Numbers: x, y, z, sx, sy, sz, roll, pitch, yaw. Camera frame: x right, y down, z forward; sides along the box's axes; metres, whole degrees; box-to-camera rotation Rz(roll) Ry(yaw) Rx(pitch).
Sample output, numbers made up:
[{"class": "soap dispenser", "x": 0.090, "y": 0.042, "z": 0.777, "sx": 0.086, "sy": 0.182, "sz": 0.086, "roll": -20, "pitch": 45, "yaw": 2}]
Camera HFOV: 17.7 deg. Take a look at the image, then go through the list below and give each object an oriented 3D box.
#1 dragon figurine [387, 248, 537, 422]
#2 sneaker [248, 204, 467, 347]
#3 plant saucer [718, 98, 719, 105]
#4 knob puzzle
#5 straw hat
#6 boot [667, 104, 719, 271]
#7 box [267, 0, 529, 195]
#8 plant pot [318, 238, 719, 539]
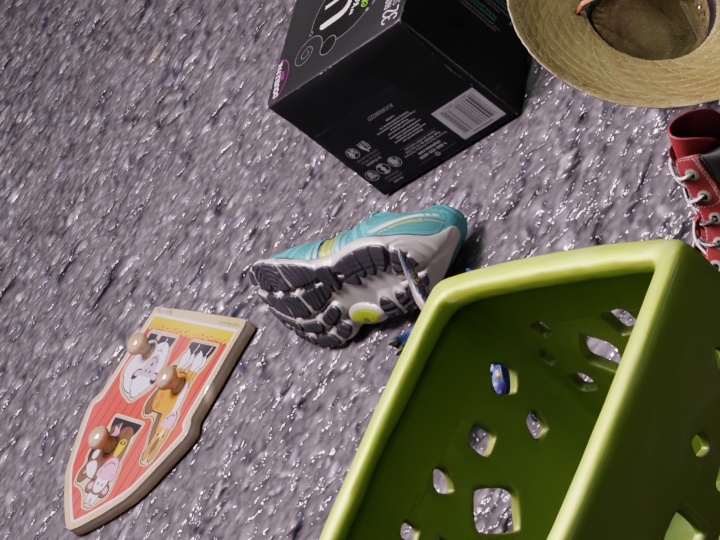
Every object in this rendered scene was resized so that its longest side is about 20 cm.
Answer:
[{"class": "dragon figurine", "x": 0.073, "y": 0.041, "z": 1.446, "sx": 0.099, "sy": 0.059, "sz": 0.200, "roll": -41, "pitch": 29, "yaw": 24}, {"class": "sneaker", "x": 0.000, "y": 0.000, "z": 1.632, "sx": 0.200, "sy": 0.078, "sz": 0.080, "roll": -13, "pitch": 27, "yaw": 48}, {"class": "plant saucer", "x": 0.289, "y": -0.120, "z": 1.305, "sx": 0.201, "sy": 0.039, "sz": 0.201, "roll": -40, "pitch": 27, "yaw": 26}, {"class": "knob puzzle", "x": -0.181, "y": 0.115, "z": 1.815, "sx": 0.220, "sy": 0.030, "sz": 0.220, "roll": -39, "pitch": 29, "yaw": 27}, {"class": "straw hat", "x": 0.183, "y": -0.160, "z": 1.475, "sx": 0.085, "sy": 0.201, "sz": 0.201, "roll": 88, "pitch": -161, "yaw": -58}, {"class": "boot", "x": 0.181, "y": -0.006, "z": 1.224, "sx": 0.200, "sy": 0.144, "sz": 0.072, "roll": -46, "pitch": 27, "yaw": 17}, {"class": "box", "x": 0.039, "y": -0.188, "z": 1.717, "sx": 0.149, "sy": 0.124, "sz": 0.200, "roll": -30, "pitch": 35, "yaw": 39}, {"class": "plant pot", "x": 0.119, "y": 0.121, "z": 1.125, "sx": 0.199, "sy": 0.181, "sz": 0.200, "roll": -9, "pitch": 49, "yaw": 55}]
